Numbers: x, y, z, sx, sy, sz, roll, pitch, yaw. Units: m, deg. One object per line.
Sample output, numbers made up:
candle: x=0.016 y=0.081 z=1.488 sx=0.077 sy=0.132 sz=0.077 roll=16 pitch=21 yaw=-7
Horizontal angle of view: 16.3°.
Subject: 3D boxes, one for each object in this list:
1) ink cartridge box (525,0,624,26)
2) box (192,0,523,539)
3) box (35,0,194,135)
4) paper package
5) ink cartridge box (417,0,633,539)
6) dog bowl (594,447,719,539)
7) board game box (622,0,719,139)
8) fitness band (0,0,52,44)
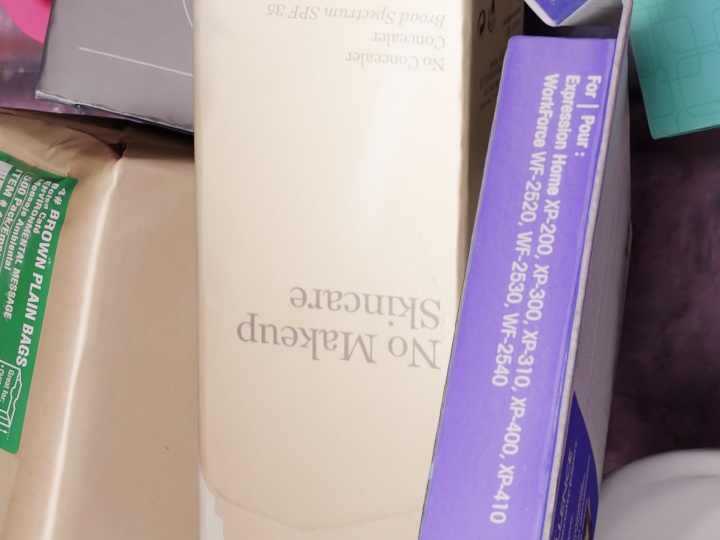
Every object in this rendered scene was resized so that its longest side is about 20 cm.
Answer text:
ink cartridge box: x=0.129 y=-0.142 z=0.695 sx=0.196 sy=0.200 sz=0.043 roll=-40 pitch=82 yaw=22
box: x=0.000 y=0.000 z=0.811 sx=0.094 sy=0.078 sz=0.202 roll=4 pitch=106 yaw=15
box: x=-0.013 y=-0.144 z=0.890 sx=0.147 sy=0.107 sz=0.202 roll=15 pitch=100 yaw=13
paper package: x=-0.066 y=0.052 z=0.915 sx=0.103 sy=0.190 sz=0.202 roll=18 pitch=100 yaw=44
ink cartridge box: x=0.046 y=0.043 z=0.704 sx=0.043 sy=0.200 sz=0.200 roll=8 pitch=73 yaw=8
dog bowl: x=0.132 y=0.156 z=0.790 sx=0.199 sy=0.078 sz=0.202 roll=-3 pitch=86 yaw=45
board game box: x=0.195 y=-0.084 z=0.681 sx=0.199 sy=0.152 sz=0.045 roll=-12 pitch=93 yaw=44
fitness band: x=-0.104 y=-0.192 z=1.072 sx=0.143 sy=0.037 sz=0.201 roll=31 pitch=109 yaw=42
